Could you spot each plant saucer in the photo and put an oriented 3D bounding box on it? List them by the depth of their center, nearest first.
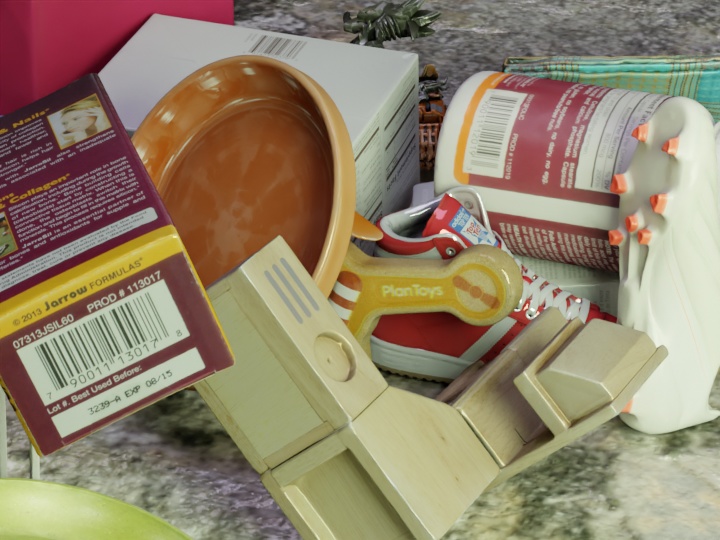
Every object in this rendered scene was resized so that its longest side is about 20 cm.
[{"bbox_3d":[-0.152,0.172,1.238,0.199,0.031,0.200,16,23,-7],"label":"plant saucer"},{"bbox_3d":[-0.078,-0.027,1.441,0.032,0.201,0.200,21,8,-45],"label":"plant saucer"}]

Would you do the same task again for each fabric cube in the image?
[{"bbox_3d":[-0.223,-0.192,1.769,0.199,0.200,0.196,25,39,38],"label":"fabric cube"}]

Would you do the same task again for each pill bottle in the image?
[{"bbox_3d":[0.156,-0.057,1.522,0.199,0.115,0.114,11,30,25],"label":"pill bottle"}]

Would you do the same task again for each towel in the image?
[{"bbox_3d":[0.194,-0.092,1.655,0.199,0.147,0.022,0,52,2],"label":"towel"}]

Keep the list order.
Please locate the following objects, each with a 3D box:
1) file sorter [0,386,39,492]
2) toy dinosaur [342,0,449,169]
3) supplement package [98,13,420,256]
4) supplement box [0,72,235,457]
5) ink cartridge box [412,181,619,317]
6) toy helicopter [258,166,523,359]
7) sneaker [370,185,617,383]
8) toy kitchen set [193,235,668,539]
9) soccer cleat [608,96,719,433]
[{"bbox_3d":[-0.272,0.072,1.357,0.124,0.140,0.200,-14,31,-30],"label":"file sorter"},{"bbox_3d":[0.008,-0.122,1.757,0.199,0.102,0.136,27,51,-3],"label":"toy dinosaur"},{"bbox_3d":[-0.077,-0.078,1.643,0.199,0.111,0.156,11,35,18],"label":"supplement package"},{"bbox_3d":[-0.150,-0.008,1.258,0.110,0.086,0.200,-25,33,-5],"label":"supplement box"},{"bbox_3d":[0.134,-0.011,1.609,0.199,0.048,0.160,-4,29,4],"label":"ink cartridge box"},{"bbox_3d":[0.000,0.000,1.449,0.199,0.133,0.079,-1,14,24],"label":"toy helicopter"},{"bbox_3d":[0.098,0.013,1.484,0.199,0.113,0.071,6,28,10],"label":"sneaker"},{"bbox_3d":[0.041,0.028,1.322,0.163,0.181,0.200,-34,4,40],"label":"toy kitchen set"},{"bbox_3d":[0.187,-0.003,1.432,0.077,0.201,0.069,0,15,-23],"label":"soccer cleat"}]
